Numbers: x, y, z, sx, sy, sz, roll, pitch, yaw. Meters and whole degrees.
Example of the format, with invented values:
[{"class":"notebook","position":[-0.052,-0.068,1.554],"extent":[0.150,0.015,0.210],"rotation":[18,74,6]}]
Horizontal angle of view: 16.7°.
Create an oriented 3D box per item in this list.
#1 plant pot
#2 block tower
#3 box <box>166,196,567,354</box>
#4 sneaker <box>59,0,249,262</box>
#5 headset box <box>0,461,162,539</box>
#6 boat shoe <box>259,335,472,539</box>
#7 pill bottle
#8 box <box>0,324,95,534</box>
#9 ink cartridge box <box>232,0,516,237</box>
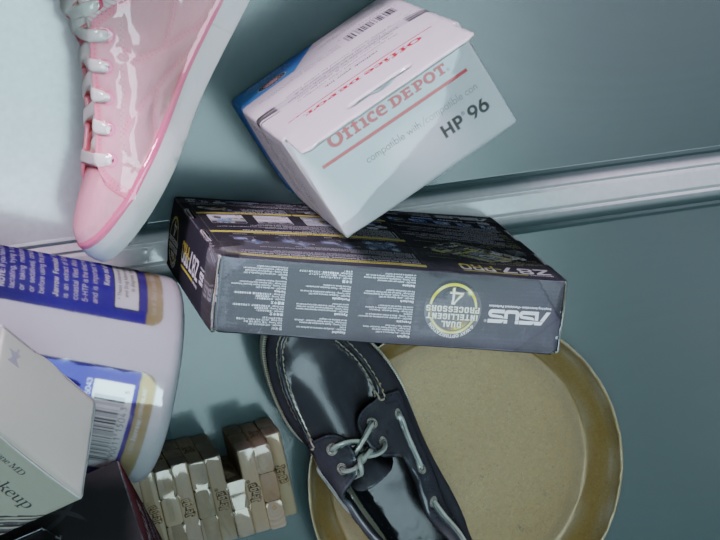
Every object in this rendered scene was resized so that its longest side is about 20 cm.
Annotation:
[{"class":"plant pot","position":[0.062,0.122,1.497],"extent":[0.198,0.027,0.202],"rotation":[-2,101,-13]},{"class":"block tower","position":[-0.139,0.139,1.439],"extent":[0.198,0.054,0.058],"rotation":[-15,104,-10]},{"class":"box","position":[0.000,0.000,1.387],"extent":[0.198,0.161,0.050],"rotation":[4,101,-15]},{"class":"sneaker","position":[-0.139,-0.113,1.375],"extent":[0.104,0.075,0.202],"rotation":[26,87,-21]},{"class":"headset box","position":[-0.170,0.204,1.378],"extent":[0.148,0.075,0.201],"rotation":[-23,139,-2]},{"class":"boat shoe","position":[0.009,0.106,1.434],"extent":[0.072,0.063,0.201],"rotation":[-32,106,-5]},{"class":"pill bottle","position":[-0.207,0.045,1.369],"extent":[0.198,0.120,0.121],"rotation":[11,99,-15]},{"class":"box","position":[-0.241,0.109,1.297],"extent":[0.199,0.069,0.082],"rotation":[-26,130,28]},{"class":"ink cartridge box","position":[0.009,-0.085,1.350],"extent":[0.116,0.200,0.068],"rotation":[-35,107,-4]}]
